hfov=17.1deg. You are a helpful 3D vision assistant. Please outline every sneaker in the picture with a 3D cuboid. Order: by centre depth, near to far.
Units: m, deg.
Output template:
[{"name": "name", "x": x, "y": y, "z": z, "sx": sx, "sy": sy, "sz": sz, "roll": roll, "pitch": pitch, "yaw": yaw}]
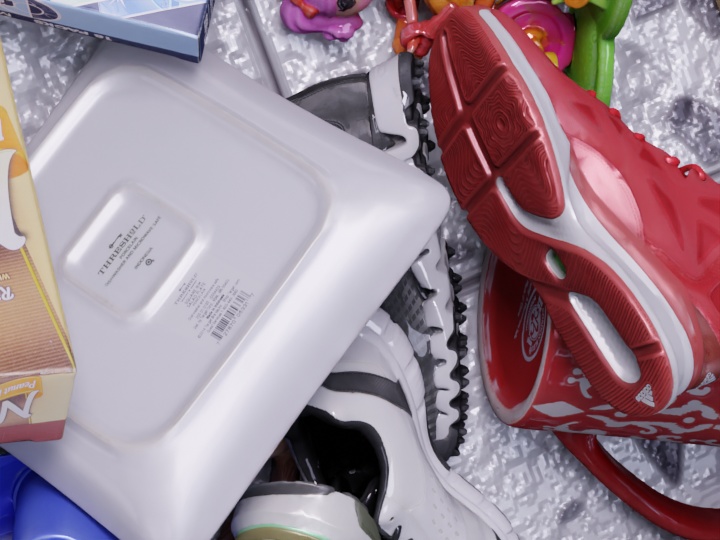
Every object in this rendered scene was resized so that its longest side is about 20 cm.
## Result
[{"name": "sneaker", "x": 0.117, "y": -0.037, "z": 1.062, "sx": 0.115, "sy": 0.078, "sz": 0.201, "roll": -18, "pitch": 74, "yaw": -33}, {"name": "sneaker", "x": -0.017, "y": 0.180, "z": 1.067, "sx": 0.200, "sy": 0.076, "sz": 0.089, "roll": 61, "pitch": 38, "yaw": -44}, {"name": "sneaker", "x": 0.014, "y": 0.113, "z": 1.091, "sx": 0.073, "sy": 0.080, "sz": 0.201, "roll": -19, "pitch": 115, "yaw": 25}, {"name": "sneaker", "x": 0.000, "y": 0.000, "z": 1.114, "sx": 0.090, "sy": 0.067, "sz": 0.201, "roll": -8, "pitch": 111, "yaw": 7}]

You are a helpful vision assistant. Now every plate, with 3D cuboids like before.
[{"name": "plate", "x": -0.093, "y": -0.003, "z": 1.025, "sx": 0.200, "sy": 0.199, "sz": 0.032, "roll": -53, "pitch": 150, "yaw": -10}]

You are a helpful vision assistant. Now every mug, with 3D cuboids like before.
[{"name": "mug", "x": 0.164, "y": 0.046, "z": 1.139, "sx": 0.199, "sy": 0.133, "sz": 0.179, "roll": 4, "pitch": 89, "yaw": -16}]

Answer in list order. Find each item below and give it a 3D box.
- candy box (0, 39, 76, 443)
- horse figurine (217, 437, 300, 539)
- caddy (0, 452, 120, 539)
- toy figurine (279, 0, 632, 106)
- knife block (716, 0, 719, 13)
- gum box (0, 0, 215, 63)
[{"name": "candy box", "x": -0.194, "y": -0.020, "z": 0.990, "sx": 0.115, "sy": 0.055, "sz": 0.201, "roll": -5, "pitch": 54, "yaw": -19}, {"name": "horse figurine", "x": -0.083, "y": 0.049, "z": 1.091, "sx": 0.132, "sy": 0.050, "sz": 0.201, "roll": -29, "pitch": 96, "yaw": -13}, {"name": "caddy", "x": -0.131, "y": 0.179, "z": 1.050, "sx": 0.141, "sy": 0.105, "sz": 0.201, "roll": -22, "pitch": 104, "yaw": 5}, {"name": "toy figurine", "x": 0.026, "y": -0.157, "z": 1.104, "sx": 0.183, "sy": 0.150, "sz": 0.201, "roll": 0, "pitch": 116, "yaw": -6}, {"name": "knife block", "x": 0.247, "y": -0.200, "z": 1.165, "sx": 0.175, "sy": 0.064, "sz": 0.201, "roll": -24, "pitch": 109, "yaw": -8}, {"name": "gum box", "x": -0.128, "y": -0.208, "z": 1.032, "sx": 0.169, "sy": 0.045, "sz": 0.201, "roll": 14, "pitch": 80, "yaw": -1}]
